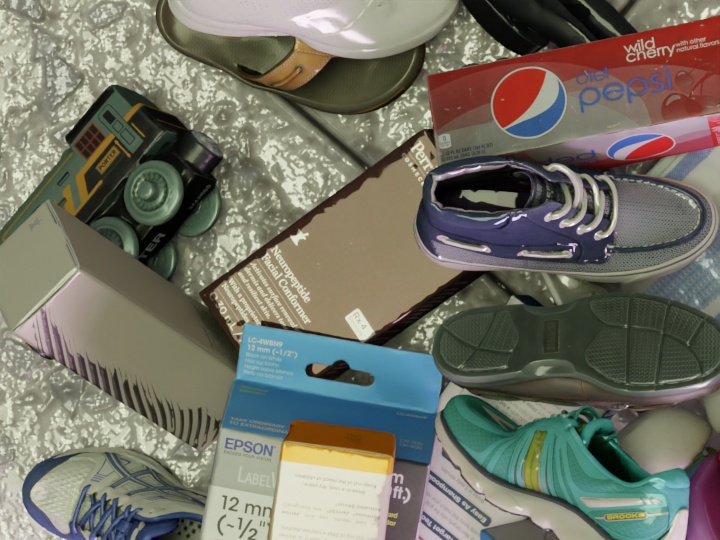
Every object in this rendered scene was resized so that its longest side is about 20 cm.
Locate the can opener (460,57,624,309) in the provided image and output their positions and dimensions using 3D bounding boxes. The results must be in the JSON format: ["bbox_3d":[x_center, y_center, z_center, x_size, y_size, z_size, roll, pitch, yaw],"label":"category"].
[{"bbox_3d":[0.115,-0.046,1.679,0.053,0.067,0.201,-12,64,-26],"label":"can opener"}]

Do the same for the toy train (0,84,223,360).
[{"bbox_3d":[-0.184,-0.034,1.755,0.114,0.085,0.200,46,104,23],"label":"toy train"}]

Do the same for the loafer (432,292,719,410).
[{"bbox_3d":[0.149,0.057,1.611,0.199,0.063,0.072,2,64,21],"label":"loafer"}]

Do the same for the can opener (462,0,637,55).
[{"bbox_3d":[0.156,-0.158,1.683,0.200,0.079,0.063,39,68,5],"label":"can opener"}]

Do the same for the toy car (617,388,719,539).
[{"bbox_3d":[0.254,0.155,1.591,0.200,0.150,0.175,-38,94,24],"label":"toy car"}]

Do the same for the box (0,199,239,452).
[{"bbox_3d":[-0.158,0.040,1.683,0.068,0.200,0.082,-43,43,11],"label":"box"}]

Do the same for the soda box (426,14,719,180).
[{"bbox_3d":[0.148,-0.106,1.616,0.199,0.063,0.070,-10,70,10],"label":"soda box"}]

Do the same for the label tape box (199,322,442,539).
[{"bbox_3d":[-0.028,0.147,1.650,0.143,0.066,0.201,10,95,2],"label":"label tape box"}]

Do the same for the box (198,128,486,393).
[{"bbox_3d":[0.000,0.000,1.711,0.200,0.075,0.100,-36,82,10],"label":"box"}]

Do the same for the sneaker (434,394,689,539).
[{"bbox_3d":[0.132,0.121,1.584,0.200,0.077,0.080,27,110,38],"label":"sneaker"}]

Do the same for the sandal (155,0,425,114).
[{"bbox_3d":[-0.054,-0.163,1.730,0.199,0.055,0.082,20,95,13],"label":"sandal"}]

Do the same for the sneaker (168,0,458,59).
[{"bbox_3d":[-0.028,-0.194,1.665,0.199,0.089,0.076,0,67,-9],"label":"sneaker"}]

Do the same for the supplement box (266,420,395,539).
[{"bbox_3d":[-0.026,0.202,1.558,0.073,0.126,0.201,7,92,1],"label":"supplement box"}]

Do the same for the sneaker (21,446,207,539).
[{"bbox_3d":[-0.152,0.173,1.743,0.199,0.088,0.076,13,95,15],"label":"sneaker"}]

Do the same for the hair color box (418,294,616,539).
[{"bbox_3d":[0.090,0.125,1.695,0.100,0.061,0.200,38,99,13],"label":"hair color box"}]

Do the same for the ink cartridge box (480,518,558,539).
[{"bbox_3d":[0.135,0.275,1.639,0.068,0.115,0.201,-10,109,-22],"label":"ink cartridge box"}]

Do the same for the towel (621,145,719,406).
[{"bbox_3d":[0.247,0.015,1.654,0.200,0.024,0.147,50,120,8],"label":"towel"}]

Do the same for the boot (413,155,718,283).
[{"bbox_3d":[0.135,-0.036,1.589,0.199,0.090,0.073,-4,74,-2],"label":"boot"}]
